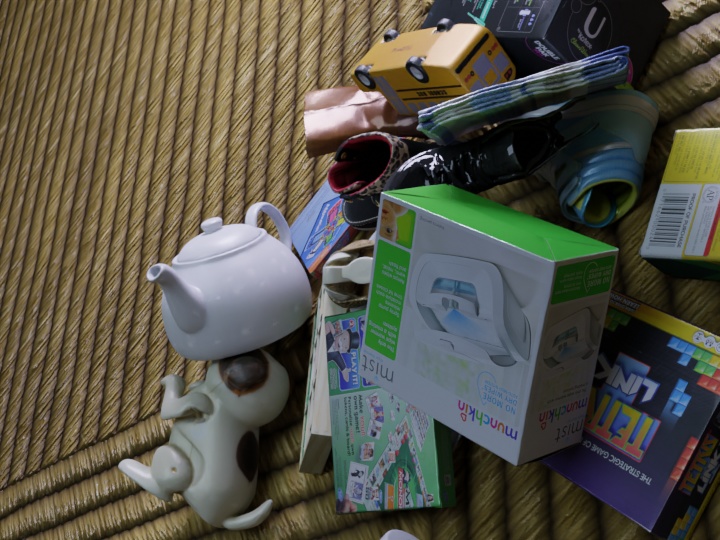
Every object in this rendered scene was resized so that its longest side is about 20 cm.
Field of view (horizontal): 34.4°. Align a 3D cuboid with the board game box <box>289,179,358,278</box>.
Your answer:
[{"bbox_3d":[-0.013,-0.095,1.458,0.201,0.019,0.103,-51,36,14],"label":"board game box"}]

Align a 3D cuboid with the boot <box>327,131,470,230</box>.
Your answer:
[{"bbox_3d":[0.019,-0.100,1.307,0.198,0.149,0.074,-19,77,40],"label":"boot"}]

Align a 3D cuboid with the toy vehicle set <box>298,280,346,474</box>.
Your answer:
[{"bbox_3d":[-0.040,0.111,1.295,0.125,0.026,0.203,108,169,-60],"label":"toy vehicle set"}]

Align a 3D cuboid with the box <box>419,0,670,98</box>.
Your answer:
[{"bbox_3d":[0.189,-0.258,1.216,0.199,0.148,0.126,17,79,52],"label":"box"}]

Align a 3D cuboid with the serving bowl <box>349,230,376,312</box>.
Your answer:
[{"bbox_3d":[0.059,-0.009,1.245,0.199,0.066,0.202,-32,35,25],"label":"serving bowl"}]

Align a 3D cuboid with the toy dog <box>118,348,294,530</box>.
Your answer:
[{"bbox_3d":[-0.161,0.183,1.361,0.193,0.139,0.202,25,87,40],"label":"toy dog"}]

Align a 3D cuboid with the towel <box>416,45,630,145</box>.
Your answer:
[{"bbox_3d":[0.153,-0.157,1.079,0.197,0.147,0.024,-16,87,11],"label":"towel"}]

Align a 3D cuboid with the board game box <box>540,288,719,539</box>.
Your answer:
[{"bbox_3d":[0.231,0.115,1.004,0.199,0.056,0.167,27,88,53],"label":"board game box"}]

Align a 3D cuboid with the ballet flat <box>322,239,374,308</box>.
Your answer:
[{"bbox_3d":[0.000,0.000,1.177,0.199,0.064,0.072,-15,76,57],"label":"ballet flat"}]

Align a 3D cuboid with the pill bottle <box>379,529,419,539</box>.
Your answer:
[{"bbox_3d":[-0.002,0.347,1.082,0.201,0.112,0.113,-51,38,12],"label":"pill bottle"}]

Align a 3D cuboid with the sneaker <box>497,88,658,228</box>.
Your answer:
[{"bbox_3d":[0.199,-0.097,1.161,0.198,0.079,0.133,-14,55,45],"label":"sneaker"}]

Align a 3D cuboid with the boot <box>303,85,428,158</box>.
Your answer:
[{"bbox_3d":[0.032,-0.210,1.363,0.197,0.069,0.191,-9,51,14],"label":"boot"}]

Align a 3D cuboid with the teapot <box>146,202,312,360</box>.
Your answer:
[{"bbox_3d":[-0.155,0.007,1.392,0.194,0.148,0.200,-19,13,-11],"label":"teapot"}]

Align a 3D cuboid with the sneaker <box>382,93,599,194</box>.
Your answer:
[{"bbox_3d":[0.119,-0.105,1.091,0.197,0.061,0.104,-23,2,-16],"label":"sneaker"}]

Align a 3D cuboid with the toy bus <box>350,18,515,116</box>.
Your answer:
[{"bbox_3d":[0.071,-0.209,1.221,0.065,0.078,0.199,-51,25,-16],"label":"toy bus"}]

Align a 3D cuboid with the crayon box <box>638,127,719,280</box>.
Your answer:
[{"bbox_3d":[0.345,-0.055,0.984,0.199,0.050,0.129,6,72,52],"label":"crayon box"}]

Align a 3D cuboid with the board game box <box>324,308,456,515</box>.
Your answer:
[{"bbox_3d":[0.027,0.137,1.162,0.133,0.029,0.204,-12,76,37],"label":"board game box"}]

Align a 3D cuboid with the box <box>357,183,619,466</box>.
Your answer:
[{"bbox_3d":[0.104,0.039,1.003,0.199,0.096,0.179,26,115,42],"label":"box"}]

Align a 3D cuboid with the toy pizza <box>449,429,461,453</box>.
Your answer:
[{"bbox_3d":[0.049,0.143,1.221,0.199,0.031,0.203,-30,47,37],"label":"toy pizza"}]
